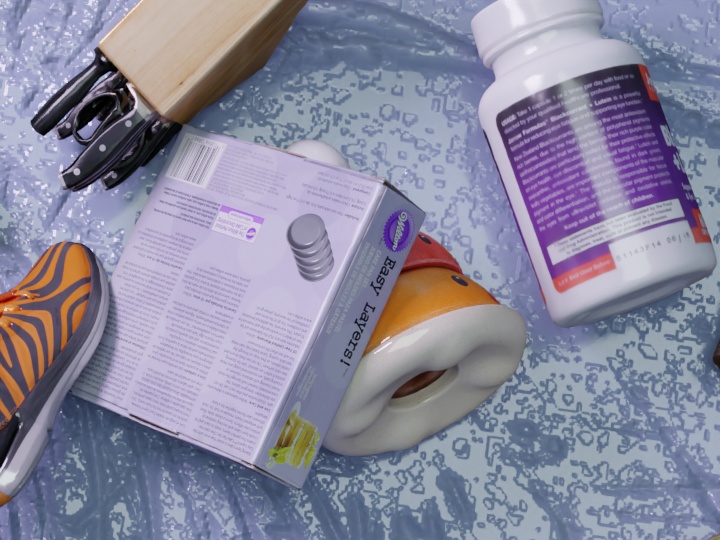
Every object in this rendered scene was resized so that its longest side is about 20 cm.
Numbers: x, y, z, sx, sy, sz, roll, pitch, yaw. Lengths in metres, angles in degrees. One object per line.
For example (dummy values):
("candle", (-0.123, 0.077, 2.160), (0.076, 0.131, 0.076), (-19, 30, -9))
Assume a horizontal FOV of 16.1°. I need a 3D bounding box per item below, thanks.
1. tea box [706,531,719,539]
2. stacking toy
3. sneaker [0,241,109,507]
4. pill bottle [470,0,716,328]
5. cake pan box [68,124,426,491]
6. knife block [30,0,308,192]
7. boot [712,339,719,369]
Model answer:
("tea box", (0.207, 0.283, 1.517), (0.196, 0.134, 0.201), (-30, 83, -8))
("stacking toy", (0.000, 0.000, 1.574), (0.145, 0.146, 0.201), (-25, 67, -8))
("sneaker", (-0.223, 0.037, 1.518), (0.112, 0.077, 0.201), (43, 41, -26))
("pill bottle", (0.139, -0.076, 1.592), (0.111, 0.111, 0.201), (-18, 81, -7))
("cake pan box", (-0.076, 0.017, 1.530), (0.199, 0.052, 0.185), (16, 77, 44))
("knife block", (-0.115, -0.135, 1.559), (0.064, 0.200, 0.175), (46, 50, 5))
("boot", (0.337, 0.035, 1.612), (0.199, 0.077, 0.156), (28, 75, 9))
